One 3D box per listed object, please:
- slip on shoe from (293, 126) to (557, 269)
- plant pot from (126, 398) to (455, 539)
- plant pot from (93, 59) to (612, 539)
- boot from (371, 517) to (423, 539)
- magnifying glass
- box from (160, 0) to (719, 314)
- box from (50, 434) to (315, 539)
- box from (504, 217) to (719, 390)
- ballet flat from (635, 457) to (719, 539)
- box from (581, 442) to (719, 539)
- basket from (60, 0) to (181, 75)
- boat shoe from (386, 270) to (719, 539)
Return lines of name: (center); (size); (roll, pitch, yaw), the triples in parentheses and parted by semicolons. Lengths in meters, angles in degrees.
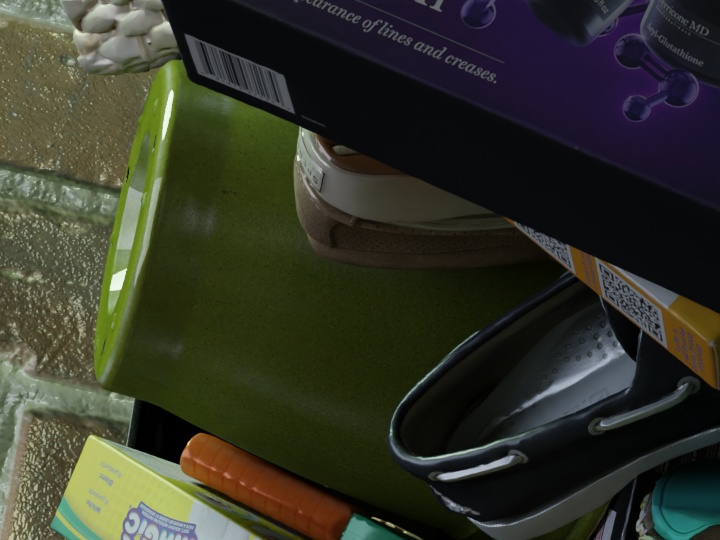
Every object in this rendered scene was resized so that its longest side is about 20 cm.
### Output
slip on shoe: (0.075, -0.034, 0.807); (0.061, 0.198, 0.076); (98, 160, -47)
plant pot: (-0.018, 0.128, 1.180); (0.178, 0.198, 0.202); (97, -178, -72)
plant pot: (0.000, 0.000, 0.908); (0.200, 0.191, 0.202); (-167, 90, -79)
boot: (0.069, 0.175, 0.959); (0.075, 0.107, 0.200); (-54, 38, 1)
magnifying glass: (0.014, 0.110, 0.888); (0.023, 0.199, 0.080); (-64, -28, -1)
box: (0.059, -0.093, 0.687); (0.142, 0.199, 0.079); (-61, -16, -18)
box: (-0.021, 0.130, 0.906); (0.199, 0.117, 0.049); (21, 87, 49)
box: (0.079, -0.069, 0.744); (0.119, 0.200, 0.042); (-45, -24, -10)
ballet flat: (0.129, 0.104, 0.707); (0.200, 0.075, 0.065); (-137, 43, -82)
box: (0.114, 0.035, 0.917); (0.160, 0.049, 0.202); (-166, 88, -77)
basket: (-0.025, -0.194, 0.908); (0.199, 0.160, 0.200); (-9, 102, 48)
boat shoe: (0.096, 0.023, 0.766); (0.200, 0.060, 0.076); (-40, 41, 21)
